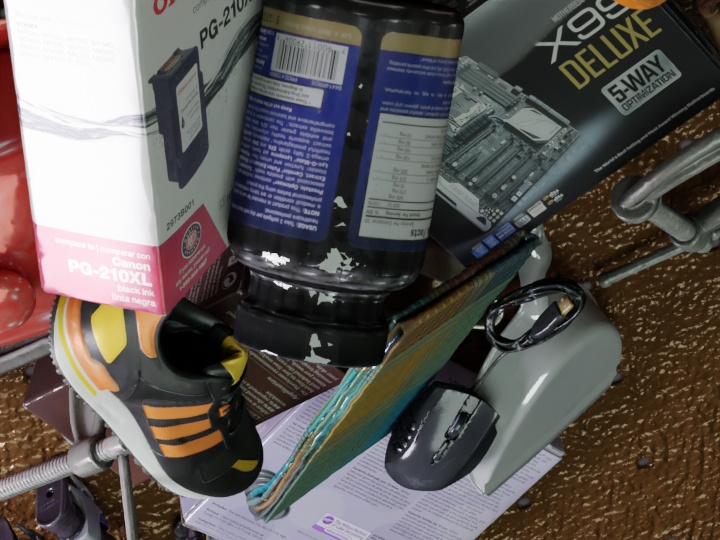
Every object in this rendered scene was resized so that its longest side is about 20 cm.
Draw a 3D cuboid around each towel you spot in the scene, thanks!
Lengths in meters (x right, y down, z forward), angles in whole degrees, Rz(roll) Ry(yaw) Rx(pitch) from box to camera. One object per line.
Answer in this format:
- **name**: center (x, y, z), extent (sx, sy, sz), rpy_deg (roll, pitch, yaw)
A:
- **towel**: center (0.018, 0.062, 1.652), extent (0.147, 0.022, 0.200), rpy_deg (-33, 164, -46)

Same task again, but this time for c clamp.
- **c clamp**: center (-0.204, 0.104, 1.661), extent (0.200, 0.171, 0.027), rpy_deg (-15, 158, 42)
- **c clamp**: center (0.206, -0.042, 1.669), extent (0.170, 0.027, 0.200), rpy_deg (-27, 163, 10)

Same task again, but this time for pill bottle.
- **pill bottle**: center (-0.013, -0.053, 1.507), extent (0.111, 0.112, 0.201), rpy_deg (8, 98, -19)

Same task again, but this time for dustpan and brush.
- **dustpan and brush**: center (0.114, 0.040, 1.739), extent (0.139, 0.057, 0.200), rpy_deg (-40, 158, -26)

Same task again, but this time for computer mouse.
- **computer mouse**: center (0.075, 0.075, 1.689), extent (0.058, 0.034, 0.200), rpy_deg (27, 128, -11)

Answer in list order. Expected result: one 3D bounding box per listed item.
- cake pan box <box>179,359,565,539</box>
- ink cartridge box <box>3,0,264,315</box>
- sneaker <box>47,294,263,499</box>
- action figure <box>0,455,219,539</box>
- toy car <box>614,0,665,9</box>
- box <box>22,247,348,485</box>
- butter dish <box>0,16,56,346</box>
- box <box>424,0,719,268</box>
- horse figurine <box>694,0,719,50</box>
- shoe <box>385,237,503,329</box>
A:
- **cake pan box**: center (0.009, 0.132, 1.834), extent (0.200, 0.052, 0.184), rpy_deg (27, 122, -30)
- **ink cartridge box**: center (-0.116, -0.101, 1.491), extent (0.084, 0.145, 0.201), rpy_deg (11, 125, 21)
- **sneaker**: center (-0.093, 0.070, 1.578), extent (0.090, 0.070, 0.200), rpy_deg (-12, 142, 27)
- **action figure**: center (-0.158, 0.209, 1.855), extent (0.130, 0.069, 0.200), rpy_deg (-40, 131, 12)
- **toy car**: center (0.134, -0.233, 1.457), extent (0.175, 0.201, 0.150), rpy_deg (-2, 156, -47)
- **box**: center (-0.101, 0.049, 1.678), extent (0.200, 0.075, 0.100), rpy_deg (-28, 126, 35)
- **butter dish**: center (-0.214, -0.024, 1.582), extent (0.199, 0.148, 0.200), rpy_deg (-17, 132, 3)
- **box**: center (0.093, -0.109, 1.602), extent (0.200, 0.050, 0.158), rpy_deg (-35, 129, 17)
- **horse figurine**: center (0.263, -0.146, 1.638), extent (0.200, 0.050, 0.132), rpy_deg (24, 146, -39)
- **shoe**: center (0.000, 0.000, 1.707), extent (0.199, 0.053, 0.070), rpy_deg (11, 116, -24)
